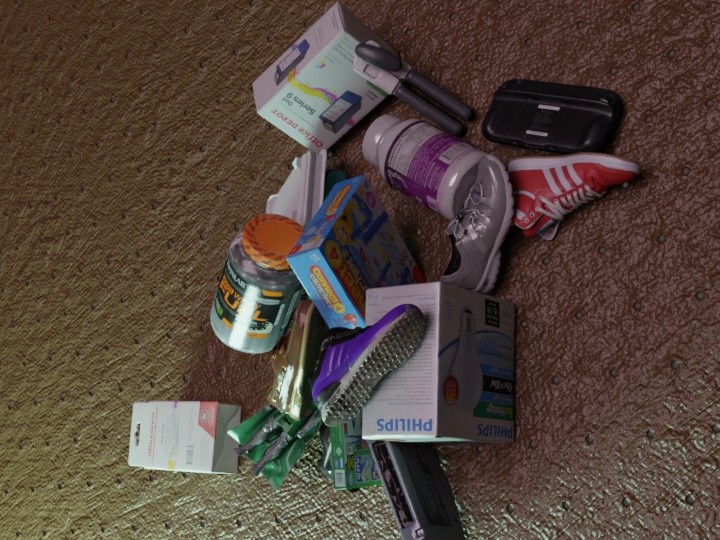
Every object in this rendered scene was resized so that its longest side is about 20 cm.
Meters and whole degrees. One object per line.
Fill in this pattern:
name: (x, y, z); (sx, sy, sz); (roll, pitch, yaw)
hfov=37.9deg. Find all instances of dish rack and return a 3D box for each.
dish rack: (-0.110, -0.087, 1.655); (0.172, 0.043, 0.200); (-50, 28, 41)

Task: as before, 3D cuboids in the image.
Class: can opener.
can opener: (0.075, -0.272, 1.559); (0.200, 0.067, 0.053); (34, 102, 2)

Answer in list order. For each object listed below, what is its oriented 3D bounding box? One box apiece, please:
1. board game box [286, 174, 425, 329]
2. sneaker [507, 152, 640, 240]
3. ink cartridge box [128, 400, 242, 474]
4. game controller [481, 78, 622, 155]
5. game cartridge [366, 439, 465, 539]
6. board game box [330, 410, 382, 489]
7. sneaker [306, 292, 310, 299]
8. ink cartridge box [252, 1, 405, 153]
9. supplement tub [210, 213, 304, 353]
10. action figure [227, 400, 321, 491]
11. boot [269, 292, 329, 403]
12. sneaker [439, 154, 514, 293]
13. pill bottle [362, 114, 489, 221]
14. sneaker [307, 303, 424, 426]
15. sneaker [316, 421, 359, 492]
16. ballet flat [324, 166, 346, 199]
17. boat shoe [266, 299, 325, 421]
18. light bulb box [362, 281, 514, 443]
board game box: (0.000, 0.000, 1.480); (0.056, 0.200, 0.196); (-16, 27, 31)
sneaker: (0.282, -0.098, 1.422); (0.200, 0.071, 0.113); (1, 77, 44)
ink cartridge box: (-0.299, 0.281, 1.773); (0.200, 0.067, 0.117); (-3, 78, 35)
game controller: (0.265, -0.216, 1.474); (0.200, 0.042, 0.105); (16, 80, 38)
game cartridge: (0.078, 0.296, 1.446); (0.041, 0.133, 0.200); (-31, 62, 19)
board game box: (0.011, 0.206, 1.503); (0.029, 0.134, 0.201); (-11, 80, 43)
sneaker: (-0.032, -0.030, 1.601); (0.074, 0.088, 0.200); (18, 68, 18)
ink cartridge box: (-0.052, -0.298, 1.658); (0.200, 0.145, 0.088); (-37, 40, 25)
supplement tub: (-0.146, 0.019, 1.553); (0.123, 0.122, 0.200); (56, 142, 31)
action figure: (-0.101, 0.219, 1.567); (0.118, 0.055, 0.200); (45, 99, 11)
boot: (-0.078, 0.125, 1.639); (0.200, 0.073, 0.151); (-37, 61, 20)
sneaker: (0.159, -0.062, 1.454); (0.075, 0.082, 0.201); (-128, 42, -66)
pill bottle: (0.098, -0.157, 1.546); (0.200, 0.112, 0.113); (34, 101, 37)
sneaker: (-0.005, 0.100, 1.346); (0.200, 0.069, 0.100); (-50, 50, 21)
sneaker: (-0.021, 0.226, 1.579); (0.090, 0.066, 0.201); (13, 90, 35)
ballet flat: (-0.071, -0.069, 1.692); (0.067, 0.068, 0.201); (10, 80, 57)
boat shoe: (-0.096, 0.124, 1.474); (0.067, 0.072, 0.201); (19, 125, 12)
light bulb box: (0.109, 0.132, 1.420); (0.125, 0.198, 0.201); (-7, 77, 38)
